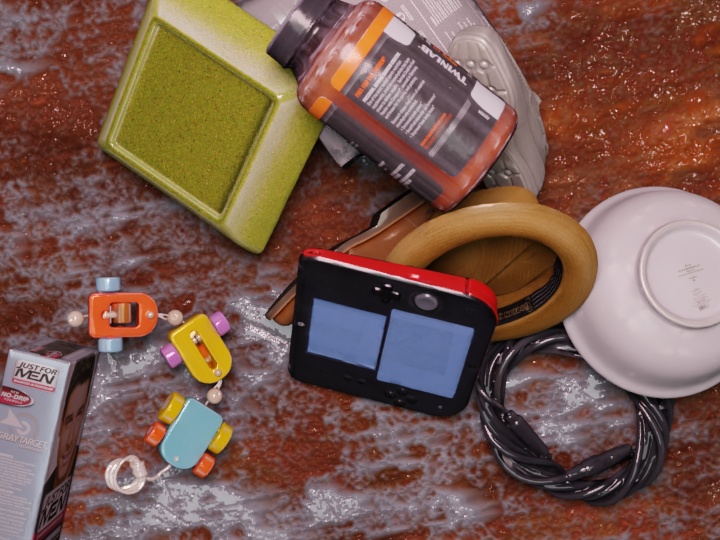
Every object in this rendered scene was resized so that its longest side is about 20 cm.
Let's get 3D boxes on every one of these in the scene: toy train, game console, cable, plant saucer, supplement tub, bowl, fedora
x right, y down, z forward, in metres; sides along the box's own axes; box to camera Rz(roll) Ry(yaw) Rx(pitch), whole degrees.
[{"bbox_3d":[-0.196,0.103,1.059,0.149,0.056,0.201,-6,92,-19],"label":"toy train"},{"bbox_3d":[0.024,0.062,1.010,0.176,0.200,0.031,10,52,0],"label":"game console"},{"bbox_3d":[0.198,0.135,1.072,0.199,0.051,0.164,18,99,-2],"label":"cable"},{"bbox_3d":[-0.142,-0.137,1.005,0.199,0.048,0.200,34,119,9],"label":"plant saucer"},{"bbox_3d":[0.023,-0.145,0.909,0.200,0.107,0.107,37,94,-8],"label":"supplement tub"},{"bbox_3d":[0.284,0.010,1.011,0.200,0.090,0.202,1,78,-3],"label":"bowl"},{"bbox_3d":[0.112,-0.015,1.000,0.199,0.201,0.082,0,52,2],"label":"fedora"}]

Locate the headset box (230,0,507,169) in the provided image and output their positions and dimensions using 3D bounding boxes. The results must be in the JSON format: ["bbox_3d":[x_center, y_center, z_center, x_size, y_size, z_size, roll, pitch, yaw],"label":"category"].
[{"bbox_3d":[0.001,-0.212,1.028,0.200,0.093,0.174,-37,92,4],"label":"headset box"}]

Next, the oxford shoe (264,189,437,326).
[{"bbox_3d":[0.000,0.000,1.055,0.200,0.071,0.071,-34,97,2],"label":"oxford shoe"}]

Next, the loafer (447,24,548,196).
[{"bbox_3d":[0.125,-0.144,0.996,0.070,0.200,0.070,11,57,28],"label":"loafer"}]

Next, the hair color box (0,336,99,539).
[{"bbox_3d":[-0.307,0.170,1.057,0.060,0.099,0.201,13,94,1],"label":"hair color box"}]
